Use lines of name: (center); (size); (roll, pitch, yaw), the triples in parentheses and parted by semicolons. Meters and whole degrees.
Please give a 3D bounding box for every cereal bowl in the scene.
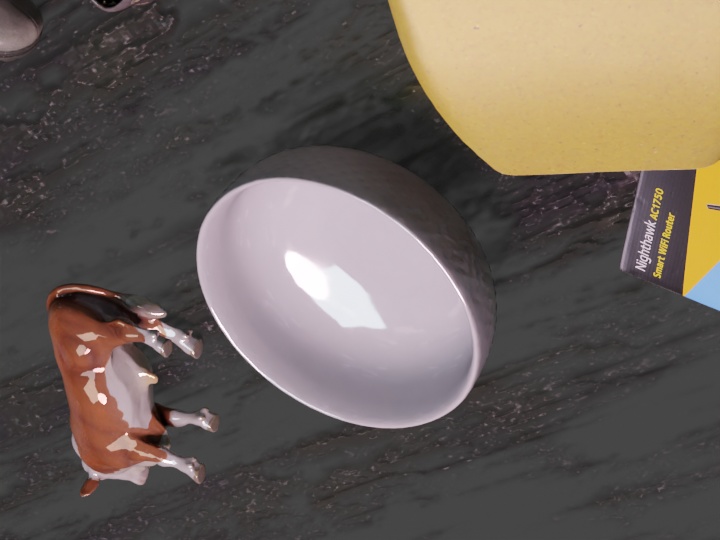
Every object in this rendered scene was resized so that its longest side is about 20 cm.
cereal bowl: (0.000, 0.000, 1.454); (0.199, 0.083, 0.201); (17, 134, 19)

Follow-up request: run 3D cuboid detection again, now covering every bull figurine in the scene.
bull figurine: (-0.169, 0.095, 1.659); (0.121, 0.065, 0.201); (6, 132, 23)

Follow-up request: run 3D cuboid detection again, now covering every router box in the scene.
router box: (0.235, -0.058, 1.277); (0.149, 0.051, 0.201); (23, 135, 17)

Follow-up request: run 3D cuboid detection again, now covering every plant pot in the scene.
plant pot: (0.116, -0.160, 1.123); (0.193, 0.196, 0.201); (-1, 126, 12)

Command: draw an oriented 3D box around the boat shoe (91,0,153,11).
boat shoe: (-0.117, -0.227, 1.334); (0.074, 0.073, 0.200); (27, 137, 9)

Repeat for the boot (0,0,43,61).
boot: (-0.265, -0.230, 1.435); (0.200, 0.068, 0.131); (39, 131, -6)
